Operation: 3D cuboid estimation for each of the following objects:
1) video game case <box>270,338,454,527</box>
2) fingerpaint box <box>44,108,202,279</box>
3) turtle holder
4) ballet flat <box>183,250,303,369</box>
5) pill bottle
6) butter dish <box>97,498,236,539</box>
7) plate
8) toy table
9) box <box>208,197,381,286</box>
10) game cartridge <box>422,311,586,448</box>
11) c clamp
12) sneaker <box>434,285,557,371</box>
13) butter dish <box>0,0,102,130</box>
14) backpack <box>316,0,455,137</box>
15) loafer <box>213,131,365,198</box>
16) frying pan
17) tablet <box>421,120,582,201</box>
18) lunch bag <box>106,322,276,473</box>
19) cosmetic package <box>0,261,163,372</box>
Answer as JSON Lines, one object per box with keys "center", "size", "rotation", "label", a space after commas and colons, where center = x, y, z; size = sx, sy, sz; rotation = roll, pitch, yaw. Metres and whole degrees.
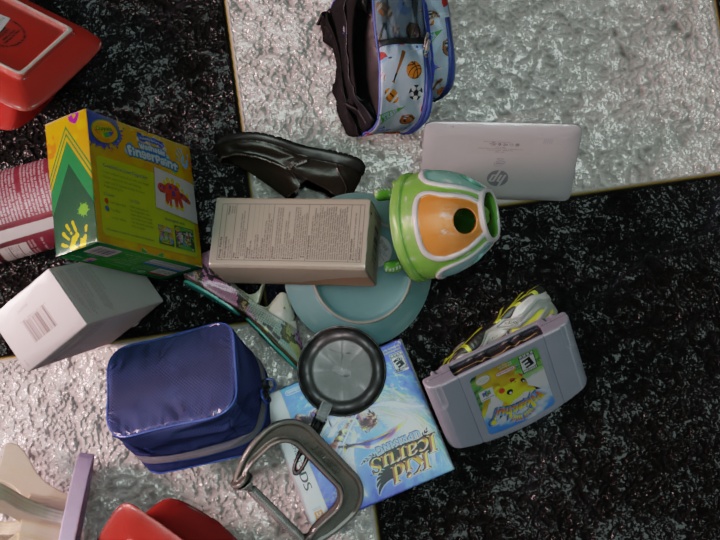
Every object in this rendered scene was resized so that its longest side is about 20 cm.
{"center": [-0.004, 0.209, 1.615], "size": [0.199, 0.045, 0.182], "rotation": [-23, 86, -3], "label": "video game case"}
{"center": [-0.290, -0.088, 1.550], "size": [0.073, 0.200, 0.168], "rotation": [-16, 75, 28], "label": "fingerpaint box"}
{"center": [0.107, -0.053, 1.570], "size": [0.131, 0.185, 0.142], "rotation": [-9, 67, 20], "label": "turtle holder"}
{"center": [-0.136, 0.042, 1.621], "size": [0.200, 0.069, 0.071], "rotation": [37, 82, 7], "label": "ballet flat"}
{"center": [-0.431, -0.075, 1.603], "size": [0.199, 0.114, 0.115], "rotation": [-15, 85, -2], "label": "pill bottle"}
{"center": [-0.216, 0.361, 1.548], "size": [0.199, 0.148, 0.200], "rotation": [36, 127, 5], "label": "butter dish"}
{"center": [0.000, 0.000, 1.619], "size": [0.199, 0.026, 0.202], "rotation": [0, 91, -14], "label": "plate"}
{"center": [-0.401, 0.311, 1.542], "size": [0.116, 0.184, 0.201], "rotation": [11, 46, -7], "label": "toy table"}
{"center": [-0.080, -0.035, 1.557], "size": [0.199, 0.078, 0.096], "rotation": [2, 74, 12], "label": "box"}
{"center": [0.187, 0.145, 1.590], "size": [0.199, 0.134, 0.041], "rotation": [-26, 40, -2], "label": "game cartridge"}
{"center": [-0.086, 0.285, 1.549], "size": [0.171, 0.027, 0.200], "rotation": [-36, 112, -2], "label": "c clamp"}
{"center": [0.174, 0.107, 1.613], "size": [0.200, 0.075, 0.077], "rotation": [-38, 92, 1], "label": "sneaker"}
{"center": [-0.465, -0.251, 1.612], "size": [0.199, 0.148, 0.200], "rotation": [27, 43, 2], "label": "butter dish"}
{"center": [0.033, -0.266, 1.601], "size": [0.153, 0.200, 0.192], "rotation": [1, 88, -14], "label": "backpack"}
{"center": [-0.095, -0.129, 1.631], "size": [0.199, 0.073, 0.072], "rotation": [11, 83, 0], "label": "loafer"}
{"center": [-0.050, 0.152, 1.583], "size": [0.190, 0.031, 0.115], "rotation": [-43, 89, -8], "label": "frying pan"}
{"center": [0.178, -0.139, 1.619], "size": [0.199, 0.131, 0.014], "rotation": [2, 46, 0], "label": "tablet"}
{"center": [-0.200, 0.161, 1.555], "size": [0.199, 0.132, 0.137], "rotation": [-13, 55, 12], "label": "lunch bag"}
{"center": [-0.341, 0.048, 1.539], "size": [0.107, 0.200, 0.085], "rotation": [-37, 86, 16], "label": "cosmetic package"}
